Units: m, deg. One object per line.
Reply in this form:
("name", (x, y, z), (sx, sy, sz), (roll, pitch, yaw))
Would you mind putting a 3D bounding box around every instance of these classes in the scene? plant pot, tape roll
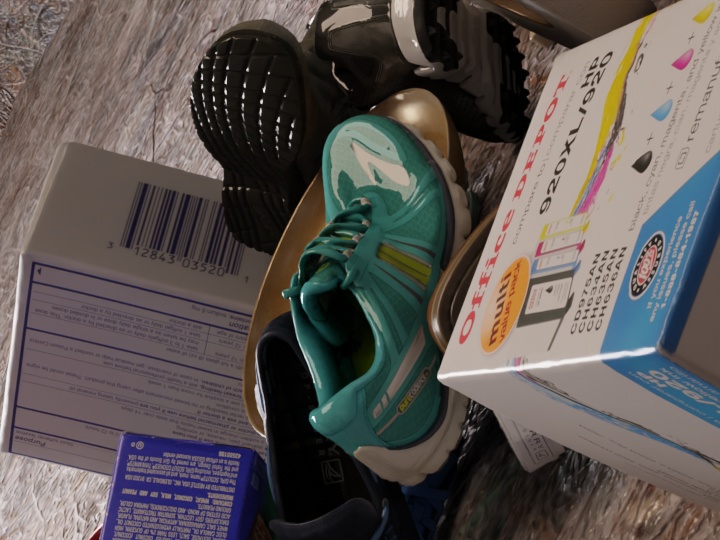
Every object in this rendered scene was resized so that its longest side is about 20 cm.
("plant pot", (0.000, 0.000, 1.228), (0.200, 0.027, 0.201), (-47, 28, 36))
("tape roll", (0.064, -0.170, 1.252), (0.037, 0.202, 0.203), (-62, 15, 3))

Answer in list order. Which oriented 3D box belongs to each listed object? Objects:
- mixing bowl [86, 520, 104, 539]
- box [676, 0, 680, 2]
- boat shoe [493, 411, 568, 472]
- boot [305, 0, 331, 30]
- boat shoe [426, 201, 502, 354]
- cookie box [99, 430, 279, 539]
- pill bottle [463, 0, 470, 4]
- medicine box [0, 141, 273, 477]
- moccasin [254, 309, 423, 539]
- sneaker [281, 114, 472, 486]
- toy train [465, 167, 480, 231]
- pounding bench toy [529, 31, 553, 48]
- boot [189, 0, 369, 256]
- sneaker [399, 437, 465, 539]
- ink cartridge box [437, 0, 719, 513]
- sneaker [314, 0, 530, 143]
("mixing bowl", (-0.137, 0.257, 1.399), (0.201, 0.108, 0.201), (-56, 18, 28))
("box", (0.218, -0.209, 1.143), (0.201, 0.021, 0.164), (-59, 16, 16))
("boat shoe", (0.086, 0.041, 1.125), (0.062, 0.072, 0.200), (-24, 19, 2))
("boot", (-0.002, -0.139, 1.557), (0.074, 0.097, 0.200), (-26, 4, -38))
("boat shoe", (0.101, -0.020, 1.075), (0.200, 0.072, 0.068), (-40, 8, -23))
("cookie box", (-0.084, 0.203, 1.170), (0.171, 0.075, 0.201), (62, -145, -67))
("pill bottle", (0.036, -0.239, 1.630), (0.109, 0.108, 0.201), (-54, 17, 31))
("medicine box", (-0.124, 0.040, 1.472), (0.201, 0.181, 0.103), (106, 177, -47))
("moccasin", (-0.019, 0.119, 1.113), (0.080, 0.201, 0.068), (-22, -6, 21))
("sneaker", (0.005, 0.003, 1.090), (0.077, 0.079, 0.201), (-36, 43, 34))
("toy train", (0.022, -0.001, 1.357), (0.200, 0.085, 0.115), (-108, 37, -69))
("pounding bench toy", (0.090, -0.271, 1.413), (0.124, 0.155, 0.201), (-49, 21, 43))
("boot", (-0.039, -0.110, 1.341), (0.200, 0.067, 0.131), (87, -156, -57))
("sneaker", (0.014, 0.121, 1.208), (0.078, 0.066, 0.201), (-25, 42, 24))
("ink cartridge box", (0.143, -0.002, 0.822), (0.148, 0.144, 0.200), (-68, 15, -12))
("sneaker", (0.033, -0.117, 1.308), (0.090, 0.200, 0.067), (-5, 76, 22))
